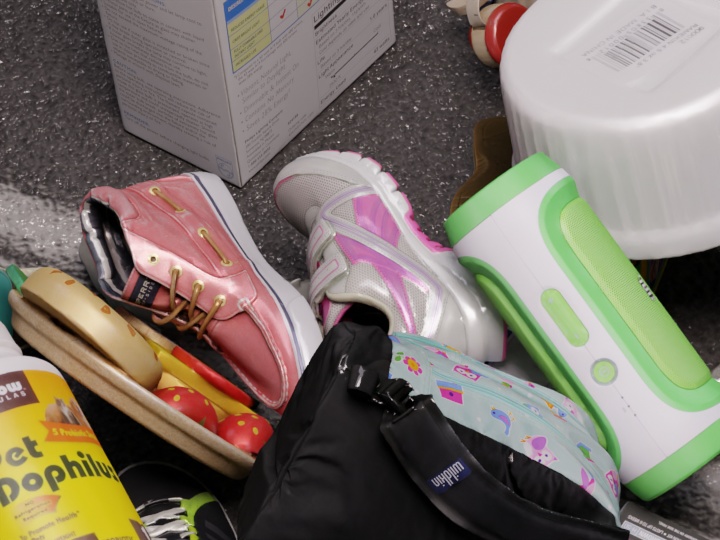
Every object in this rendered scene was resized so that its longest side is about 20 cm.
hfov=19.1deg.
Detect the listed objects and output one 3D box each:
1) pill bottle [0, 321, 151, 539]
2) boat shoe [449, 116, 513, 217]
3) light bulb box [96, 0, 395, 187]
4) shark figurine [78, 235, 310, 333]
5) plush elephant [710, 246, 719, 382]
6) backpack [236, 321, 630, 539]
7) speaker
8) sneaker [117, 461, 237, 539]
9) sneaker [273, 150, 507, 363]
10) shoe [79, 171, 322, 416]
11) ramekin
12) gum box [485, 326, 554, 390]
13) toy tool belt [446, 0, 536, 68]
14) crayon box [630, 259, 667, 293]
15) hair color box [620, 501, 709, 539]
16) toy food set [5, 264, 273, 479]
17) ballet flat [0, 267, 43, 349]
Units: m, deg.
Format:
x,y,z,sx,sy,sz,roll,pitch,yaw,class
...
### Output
x,y,z,sx,sy,sz,roll,pitch,yaw,class
-0.195,0.126,1.217,0.109,0.109,0.200,-25,63,-17,pill bottle
0.099,-0.034,1.429,0.074,0.067,0.200,4,30,9,boat shoe
-0.082,-0.208,1.551,0.125,0.200,0.198,26,53,27,light bulb box
-0.093,0.001,1.432,0.214,0.090,0.128,-2,47,7,shark figurine
0.276,0.016,1.317,0.199,0.165,0.155,-11,85,-25,plush elephant
0.050,0.118,1.169,0.200,0.167,0.127,22,33,-12,backpack
0.135,0.032,1.247,0.088,0.088,0.200,-34,85,-24,speaker
-0.098,0.173,1.266,0.072,0.083,0.200,-20,47,-13,sneaker
0.000,0.000,1.327,0.088,0.082,0.200,-29,51,-23,sneaker
-0.099,0.019,1.315,0.091,0.072,0.200,-8,49,-33,shoe
0.181,-0.109,1.318,0.200,0.098,0.201,-12,40,10,ramekin
0.047,0.095,1.337,0.113,0.066,0.200,24,53,25,gum box
0.132,-0.205,1.602,0.200,0.125,0.123,-35,21,-29,toy tool belt
0.188,-0.070,1.445,0.058,0.119,0.200,13,49,18,crayon box
0.143,0.233,1.199,0.099,0.061,0.200,24,54,26,hair color box
-0.134,0.060,1.314,0.049,0.200,0.198,-56,16,-3,toy food set
-0.245,0.028,1.378,0.062,0.200,0.068,-3,85,17,ballet flat
